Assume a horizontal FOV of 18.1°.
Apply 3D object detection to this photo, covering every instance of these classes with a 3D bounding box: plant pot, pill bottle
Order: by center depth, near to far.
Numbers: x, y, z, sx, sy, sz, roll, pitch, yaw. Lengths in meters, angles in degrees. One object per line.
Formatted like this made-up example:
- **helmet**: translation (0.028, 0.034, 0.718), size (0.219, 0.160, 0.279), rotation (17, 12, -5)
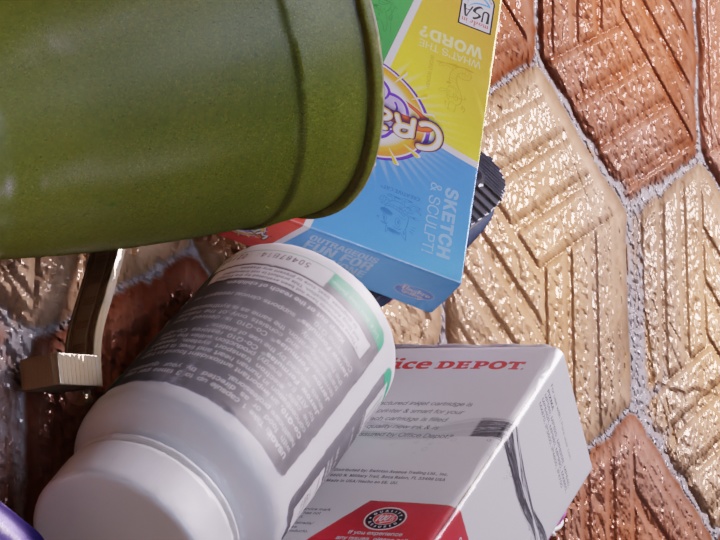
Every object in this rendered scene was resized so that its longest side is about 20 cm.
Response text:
- **plant pot**: translation (-0.124, -0.089, 1.006), size (0.192, 0.200, 0.201), rotation (-22, 101, -29)
- **pill bottle**: translation (-0.070, 0.081, 1.118), size (0.200, 0.113, 0.113), rotation (-50, 123, -49)

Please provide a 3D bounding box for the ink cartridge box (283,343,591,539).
- **ink cartridge box**: translation (0.019, 0.125, 1.206), size (0.200, 0.144, 0.084), rotation (-50, 131, -49)

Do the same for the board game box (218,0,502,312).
- **board game box**: translation (-0.006, -0.093, 1.255), size (0.152, 0.040, 0.201), rotation (20, 58, -17)

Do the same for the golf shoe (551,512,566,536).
- **golf shoe**: translation (0.080, 0.159, 1.344), size (0.075, 0.091, 0.201), rotation (8, 76, -57)

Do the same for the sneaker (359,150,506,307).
- **sneaker**: translation (0.000, 0.000, 1.290), size (0.200, 0.082, 0.070), rotation (-27, 70, -35)

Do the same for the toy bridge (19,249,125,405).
- **toy bridge**: translation (-0.144, -0.033, 1.115), size (0.067, 0.027, 0.201), rotation (6, 75, -56)

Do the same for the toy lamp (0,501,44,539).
- **toy lamp**: translation (-0.141, 0.179, 1.040), size (0.200, 0.058, 0.058), rotation (60, 38, -30)
